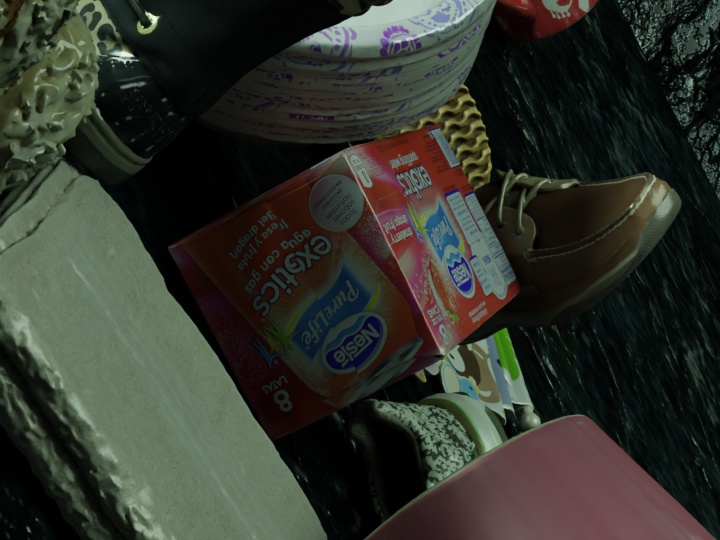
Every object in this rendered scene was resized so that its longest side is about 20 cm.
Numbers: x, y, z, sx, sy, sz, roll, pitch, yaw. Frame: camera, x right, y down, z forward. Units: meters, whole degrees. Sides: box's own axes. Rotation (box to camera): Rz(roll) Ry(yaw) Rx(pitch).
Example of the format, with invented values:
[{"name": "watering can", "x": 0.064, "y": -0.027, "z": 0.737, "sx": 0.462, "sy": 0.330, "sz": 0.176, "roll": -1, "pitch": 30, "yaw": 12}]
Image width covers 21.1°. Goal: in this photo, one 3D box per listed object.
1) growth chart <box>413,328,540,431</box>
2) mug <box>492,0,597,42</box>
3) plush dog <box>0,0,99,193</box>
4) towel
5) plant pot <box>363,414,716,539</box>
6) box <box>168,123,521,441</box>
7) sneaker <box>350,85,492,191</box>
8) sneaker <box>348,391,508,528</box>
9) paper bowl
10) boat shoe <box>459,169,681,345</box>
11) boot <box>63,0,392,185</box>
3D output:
[{"name": "growth chart", "x": 0.049, "y": 0.027, "z": 1.154, "sx": 0.200, "sy": 0.018, "sz": 0.146, "roll": 37, "pitch": 28, "yaw": -50}, {"name": "mug", "x": 0.123, "y": -0.311, "z": 1.805, "sx": 0.133, "sy": 0.177, "sz": 0.201, "roll": 20, "pitch": -30, "yaw": 55}, {"name": "plush dog", "x": -0.128, "y": -0.114, "z": 0.599, "sx": 0.160, "sy": 0.200, "sz": 0.172, "roll": 36, "pitch": 21, "yaw": -14}, {"name": "towel", "x": -0.078, "y": 0.061, "z": 0.696, "sx": 0.201, "sy": 0.034, "sz": 0.133, "roll": 58, "pitch": 18, "yaw": -13}, {"name": "plant pot", "x": 0.086, "y": 0.164, "z": 0.748, "sx": 0.180, "sy": 0.200, "sz": 0.200, "roll": 57, "pitch": 15, "yaw": 18}, {"name": "box", "x": 0.000, "y": 0.000, "z": 0.912, "sx": 0.100, "sy": 0.095, "sz": 0.200, "roll": 62, "pitch": 16, "yaw": 0}, {"name": "sneaker", "x": 0.011, "y": -0.107, "z": 1.141, "sx": 0.201, "sy": 0.075, "sz": 0.090, "roll": 65, "pitch": -17, "yaw": -7}, {"name": "sneaker", "x": 0.040, "y": 0.139, "z": 0.880, "sx": 0.088, "sy": 0.077, "sz": 0.201, "roll": 20, "pitch": 37, "yaw": -47}, {"name": "paper bowl", "x": -0.036, "y": -0.139, "z": 0.921, "sx": 0.105, "sy": 0.199, "sz": 0.202, "roll": 109, "pitch": -26, "yaw": -46}, {"name": "boat shoe", "x": 0.085, "y": -0.015, "z": 1.024, "sx": 0.072, "sy": 0.199, "sz": 0.076, "roll": 47, "pitch": 53, "yaw": -14}, {"name": "boot", "x": -0.060, "y": -0.146, "z": 0.762, "sx": 0.073, "sy": 0.153, "sz": 0.205, "roll": 40, "pitch": 30, "yaw": -48}]
